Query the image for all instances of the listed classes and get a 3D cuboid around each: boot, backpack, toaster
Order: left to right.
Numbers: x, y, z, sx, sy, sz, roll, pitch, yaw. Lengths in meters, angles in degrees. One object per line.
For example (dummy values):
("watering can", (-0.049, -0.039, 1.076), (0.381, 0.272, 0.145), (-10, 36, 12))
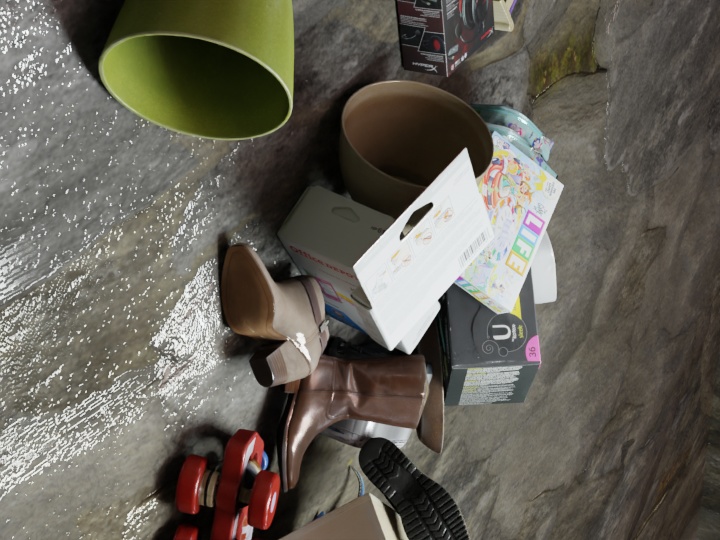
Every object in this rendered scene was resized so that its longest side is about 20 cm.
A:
("boot", (-0.096, 0.039, 1.507), (0.146, 0.069, 0.203), (-42, 128, -55))
("boot", (-0.006, 0.196, 1.605), (0.064, 0.197, 0.190), (-136, -129, -74))
("toaster", (0.012, 0.169, 1.706), (0.199, 0.112, 0.131), (16, 90, -62))
("boot", (0.086, 0.313, 1.644), (0.077, 0.201, 0.139), (-36, 155, -1))
("backpack", (0.177, -0.156, 1.800), (0.199, 0.176, 0.153), (20, 81, -51))

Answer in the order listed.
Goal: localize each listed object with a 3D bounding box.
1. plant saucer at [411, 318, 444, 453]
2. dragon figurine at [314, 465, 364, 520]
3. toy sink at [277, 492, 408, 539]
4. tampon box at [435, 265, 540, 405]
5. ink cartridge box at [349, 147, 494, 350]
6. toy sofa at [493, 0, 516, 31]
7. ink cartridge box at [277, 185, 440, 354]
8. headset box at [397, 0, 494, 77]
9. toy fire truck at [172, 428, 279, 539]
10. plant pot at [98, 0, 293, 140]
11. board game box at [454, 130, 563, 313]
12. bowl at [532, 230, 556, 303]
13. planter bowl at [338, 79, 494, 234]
("plant saucer", (0.097, 0.170, 1.854), (0.200, 0.034, 0.204), (178, -90, -87))
("dragon figurine", (-0.034, 0.377, 1.764), (0.099, 0.058, 0.203), (30, 77, -61))
("toy sink", (-0.032, 0.393, 1.610), (0.130, 0.198, 0.113), (47, 17, -56))
("tampon box", (0.176, 0.092, 1.762), (0.200, 0.124, 0.152), (91, -4, -69))
("ink cartridge box", (0.065, -0.030, 1.462), (0.200, 0.043, 0.174), (-46, 143, -16))
("toy sofa", (0.218, -0.444, 1.844), (0.202, 0.082, 0.098), (-65, 148, -20))
("ink cartridge box", (0.000, 0.000, 1.574), (0.085, 0.143, 0.201), (-54, 145, -19))
("headset box", (0.114, -0.387, 1.688), (0.149, 0.074, 0.202), (-45, 139, -43))
("toy fire truck", (-0.151, 0.284, 1.491), (0.168, 0.110, 0.203), (-52, 151, -79))
("plant pot", (-0.141, -0.261, 1.212), (0.187, 0.184, 0.203), (47, 46, -57))
("board game box", (0.180, -0.064, 1.664), (0.134, 0.034, 0.202), (34, 68, -22))
("bowl", (0.244, -0.055, 1.981), (0.200, 0.074, 0.202), (72, 1, -63))
("planter bowl", (0.059, -0.127, 1.606), (0.200, 0.199, 0.136), (-46, 161, -42))
